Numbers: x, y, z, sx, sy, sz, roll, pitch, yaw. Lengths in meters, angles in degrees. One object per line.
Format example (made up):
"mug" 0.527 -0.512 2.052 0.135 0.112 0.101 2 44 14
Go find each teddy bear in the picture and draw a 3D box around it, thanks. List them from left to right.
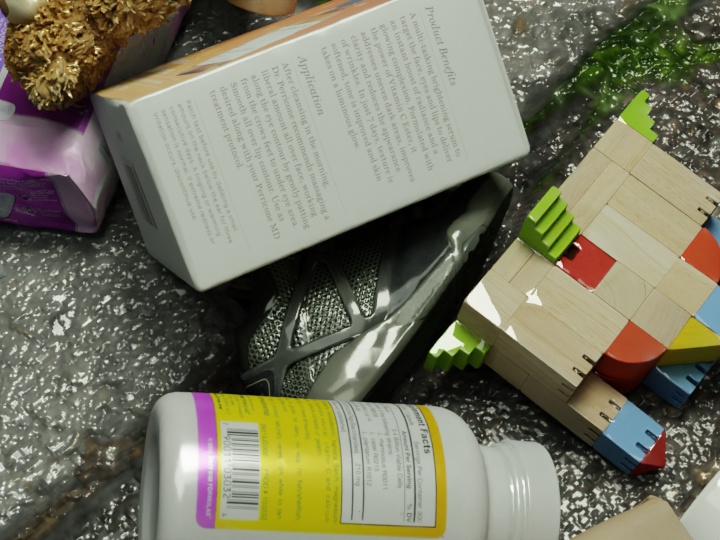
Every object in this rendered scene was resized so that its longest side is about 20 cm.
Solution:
"teddy bear" -0.132 -0.180 0.817 0.199 0.067 0.146 -30 52 19

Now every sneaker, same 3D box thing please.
"sneaker" 0.000 0.000 0.828 0.114 0.076 0.200 36 71 16

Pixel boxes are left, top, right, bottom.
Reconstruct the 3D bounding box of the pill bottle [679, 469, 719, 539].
"pill bottle" 0.242 0.174 0.680 0.200 0.115 0.114 39 67 24

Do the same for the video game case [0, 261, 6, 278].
"video game case" -0.325 -0.002 0.817 0.181 0.046 0.200 -35 41 -25

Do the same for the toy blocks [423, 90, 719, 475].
"toy blocks" 0.151 0.016 0.810 0.136 0.100 0.200 37 67 11

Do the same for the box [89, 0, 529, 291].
"box" -0.034 -0.083 0.818 0.199 0.152 0.107 -24 104 -14

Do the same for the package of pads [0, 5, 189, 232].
"package of pads" -0.192 -0.124 0.918 0.120 0.076 0.201 8 58 12

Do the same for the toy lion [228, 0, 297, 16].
"toy lion" -0.054 -0.241 0.952 0.191 0.069 0.200 -15 43 -43

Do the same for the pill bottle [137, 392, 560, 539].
"pill bottle" -0.006 0.117 0.724 0.199 0.104 0.105 5 56 -14

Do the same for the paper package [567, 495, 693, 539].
"paper package" 0.101 0.216 0.601 0.199 0.103 0.191 -11 62 -51
